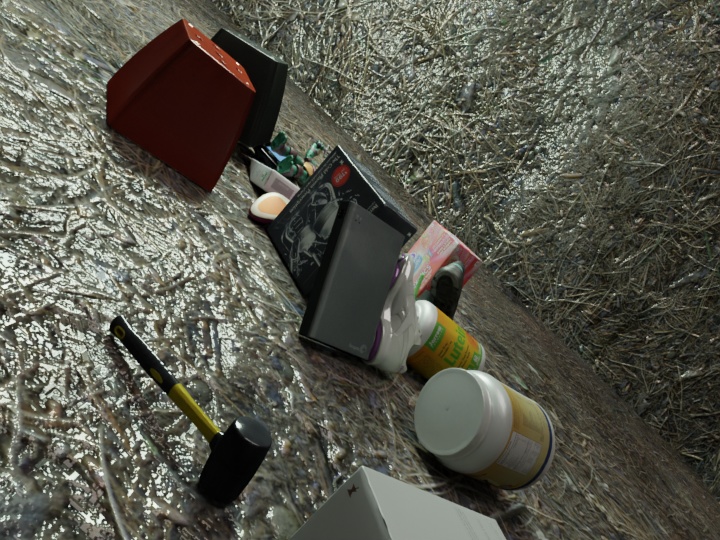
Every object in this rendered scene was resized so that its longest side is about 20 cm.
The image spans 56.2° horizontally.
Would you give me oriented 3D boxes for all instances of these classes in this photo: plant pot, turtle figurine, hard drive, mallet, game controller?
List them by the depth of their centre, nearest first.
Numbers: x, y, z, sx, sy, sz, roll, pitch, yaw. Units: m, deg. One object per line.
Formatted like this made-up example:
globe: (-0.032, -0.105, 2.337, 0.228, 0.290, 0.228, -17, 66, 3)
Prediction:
mallet: (-0.152, 0.102, 0.587, 0.201, 0.066, 0.041, 49, 16, 20)
hard drive: (-0.010, 0.018, 1.002, 0.032, 0.204, 0.139, 9, -13, 42)
plant pot: (-0.288, -0.292, 1.125, 0.199, 0.177, 0.201, 33, 17, -35)
turtle figurine: (-0.100, -0.213, 1.436, 0.198, 0.101, 0.150, 19, 25, -48)
plant pot: (-0.258, -0.397, 1.439, 0.197, 0.180, 0.200, 31, 15, -3)
game controller: (-0.189, -0.262, 1.591, 0.104, 0.042, 0.200, 38, 14, 4)

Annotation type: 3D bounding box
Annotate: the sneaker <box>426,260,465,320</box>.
sneaker: (0.159, 0.071, 1.300, 0.074, 0.203, 0.079, 27, 34, 12)

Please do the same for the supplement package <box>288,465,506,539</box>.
supplement package: (0.046, 0.268, 0.558, 0.199, 0.117, 0.118, 34, 17, -37)

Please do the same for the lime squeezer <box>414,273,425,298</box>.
lime squeezer: (0.110, 0.106, 1.273, 0.038, 0.069, 0.204, -39, 119, -53)

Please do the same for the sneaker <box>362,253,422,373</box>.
sneaker: (0.059, 0.072, 1.103, 0.099, 0.204, 0.074, 30, -27, -28)

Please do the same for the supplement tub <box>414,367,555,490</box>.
supplement tub: (0.184, 0.234, 0.997, 0.199, 0.145, 0.145, 31, 18, -40)

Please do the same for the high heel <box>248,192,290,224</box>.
high heel: (-0.147, -0.097, 1.267, 0.068, 0.096, 0.198, 54, 37, 11)

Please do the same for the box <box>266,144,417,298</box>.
box: (-0.036, -0.071, 1.144, 0.103, 0.200, 0.183, 29, 19, -48)

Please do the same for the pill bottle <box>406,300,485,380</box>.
pill bottle: (0.120, 0.125, 1.201, 0.199, 0.111, 0.112, 38, 14, -21)

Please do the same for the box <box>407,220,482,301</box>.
box: (0.137, 0.017, 1.372, 0.102, 0.201, 0.095, 28, 14, -44)

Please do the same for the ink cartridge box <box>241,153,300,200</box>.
ink cartridge box: (-0.171, -0.171, 1.422, 0.160, 0.051, 0.199, 34, -1, -35)
